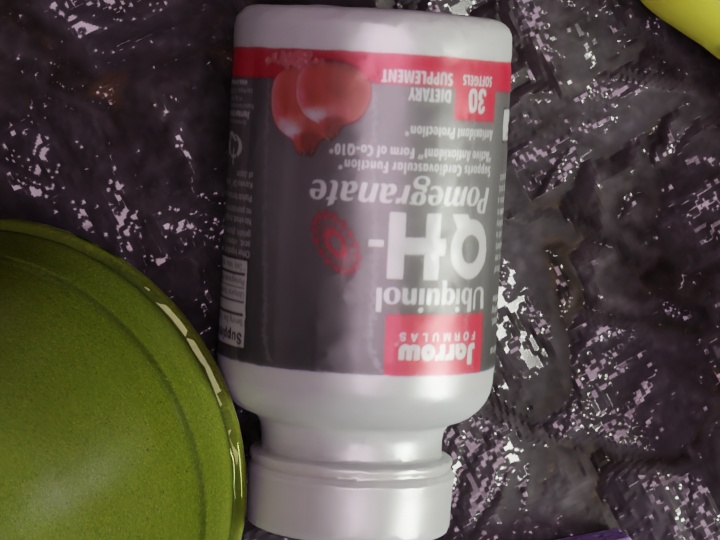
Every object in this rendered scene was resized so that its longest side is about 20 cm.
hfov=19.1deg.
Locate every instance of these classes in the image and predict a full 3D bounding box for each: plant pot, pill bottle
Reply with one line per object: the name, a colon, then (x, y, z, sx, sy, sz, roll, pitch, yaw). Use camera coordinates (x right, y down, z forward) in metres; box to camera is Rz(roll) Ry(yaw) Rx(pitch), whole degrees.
plant pot: (-0.157, 0.097, 0.745, 0.198, 0.193, 0.202, 2, 101, 10)
pill bottle: (0.000, 0.000, 0.838, 0.110, 0.111, 0.202, 2, 94, -10)

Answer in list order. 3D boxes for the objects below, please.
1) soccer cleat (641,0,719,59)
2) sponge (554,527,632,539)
soccer cleat: (0.199, -0.079, 0.890, 0.199, 0.065, 0.084, 21, 87, -12)
sponge: (0.026, 0.183, 0.899, 0.198, 0.030, 0.113, -10, 97, -9)
